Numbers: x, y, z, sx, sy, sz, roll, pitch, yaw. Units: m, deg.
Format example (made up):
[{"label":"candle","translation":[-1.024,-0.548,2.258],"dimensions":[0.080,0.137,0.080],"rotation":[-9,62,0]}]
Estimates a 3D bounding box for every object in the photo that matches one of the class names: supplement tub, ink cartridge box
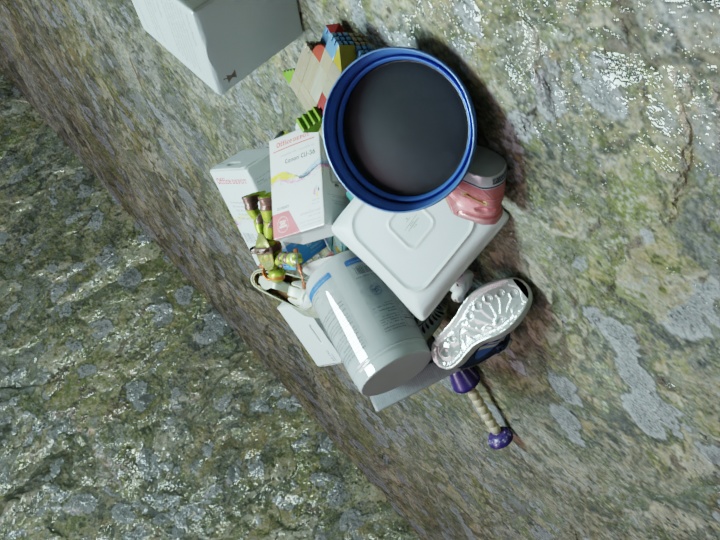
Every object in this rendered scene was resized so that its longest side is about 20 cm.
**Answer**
[{"label":"supplement tub","translation":[0.010,0.078,1.507],"dimensions":[0.201,0.131,0.132],"rotation":[61,168,24]},{"label":"ink cartridge box","translation":[0.094,0.152,1.629],"dimensions":[0.200,0.199,0.041],"rotation":[-131,17,-77]},{"label":"ink cartridge box","translation":[-0.163,-0.110,1.695],"dimensions":[0.144,0.084,0.201],"rotation":[7,129,55]},{"label":"ink cartridge box","translation":[-0.041,0.060,1.809],"dimensions":[0.083,0.200,0.146],"rotation":[-17,113,47]},{"label":"ink cartridge box","translation":[-0.079,-0.152,1.484],"dimensions":[0.116,0.067,0.202],"rotation":[-14,75,41]}]

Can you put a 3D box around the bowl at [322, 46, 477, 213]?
[{"label":"bowl","translation":[0.050,-0.174,1.192],"dimensions":[0.201,0.201,0.039],"rotation":[48,-155,4]}]

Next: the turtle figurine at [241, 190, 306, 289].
[{"label":"turtle figurine","translation":[-0.153,-0.046,1.584],"dimensions":[0.200,0.064,0.163],"rotation":[19,123,65]}]

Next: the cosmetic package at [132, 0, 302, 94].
[{"label":"cosmetic package","translation":[-0.215,-0.398,1.375],"dimensions":[0.200,0.166,0.168],"rotation":[42,162,25]}]

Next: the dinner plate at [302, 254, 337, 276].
[{"label":"dinner plate","translation":[0.000,0.000,1.655],"dimensions":[0.200,0.198,0.025],"rotation":[139,127,-73]}]

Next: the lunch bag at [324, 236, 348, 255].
[{"label":"lunch bag","translation":[-0.033,-0.111,1.599],"dimensions":[0.200,0.076,0.161],"rotation":[93,154,-66]}]

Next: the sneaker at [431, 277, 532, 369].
[{"label":"sneaker","translation":[0.206,0.075,1.472],"dimensions":[0.200,0.146,0.081],"rotation":[-46,70,29]}]

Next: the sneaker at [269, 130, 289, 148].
[{"label":"sneaker","translation":[-0.093,-0.168,1.725],"dimensions":[0.090,0.078,0.201],"rotation":[19,150,41]}]

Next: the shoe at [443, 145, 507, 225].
[{"label":"shoe","translation":[0.107,-0.135,1.269],"dimensions":[0.199,0.071,0.091],"rotation":[33,147,32]}]

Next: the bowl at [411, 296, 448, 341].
[{"label":"bowl","translation":[0.042,0.071,1.638],"dimensions":[0.094,0.201,0.200],"rotation":[50,164,-20]}]

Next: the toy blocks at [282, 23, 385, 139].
[{"label":"toy blocks","translation":[-0.025,-0.255,1.289],"dimensions":[0.201,0.099,0.137],"rotation":[59,142,31]}]

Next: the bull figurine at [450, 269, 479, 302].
[{"label":"bull figurine","translation":[0.096,-0.030,1.507],"dimensions":[0.121,0.065,0.201],"rotation":[-37,84,43]}]

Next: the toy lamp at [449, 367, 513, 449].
[{"label":"toy lamp","translation":[0.222,0.249,1.814],"dimensions":[0.058,0.058,0.201],"rotation":[20,145,58]}]

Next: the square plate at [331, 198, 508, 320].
[{"label":"square plate","translation":[0.074,-0.065,1.348],"dimensions":[0.198,0.200,0.028],"rotation":[45,-157,15]}]

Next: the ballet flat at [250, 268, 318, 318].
[{"label":"ballet flat","translation":[-0.119,0.038,1.679],"dimensions":[0.199,0.068,0.062],"rotation":[14,-179,44]}]

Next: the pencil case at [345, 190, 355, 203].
[{"label":"pencil case","translation":[0.064,-0.056,1.424],"dimensions":[0.085,0.092,0.201],"rotation":[-40,77,47]}]
